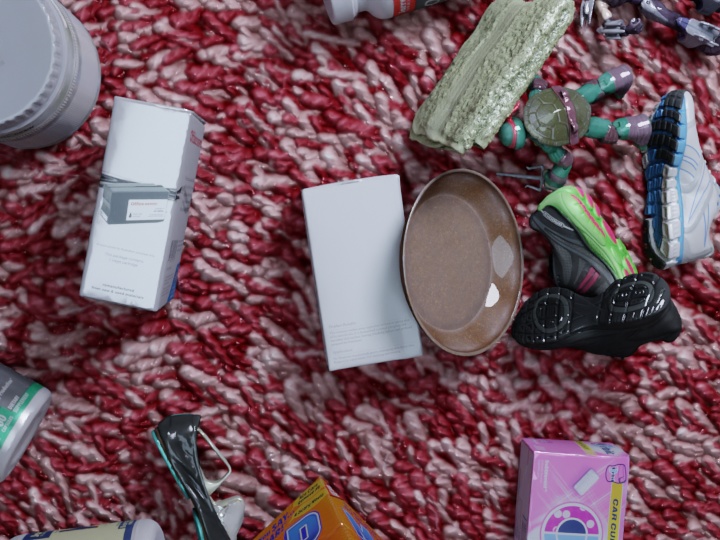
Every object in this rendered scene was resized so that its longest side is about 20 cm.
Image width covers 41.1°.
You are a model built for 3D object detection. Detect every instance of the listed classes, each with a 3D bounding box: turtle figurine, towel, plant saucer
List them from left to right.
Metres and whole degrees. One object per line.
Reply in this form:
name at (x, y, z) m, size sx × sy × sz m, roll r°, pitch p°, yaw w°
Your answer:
plant saucer at (0.106, -0.008, 1.057) m, size 0.198 × 0.036 × 0.205 m, roll 3°, pitch 86°, yaw -43°
towel at (0.135, -0.212, 1.027) m, size 0.036 × 0.148 × 0.201 m, roll 38°, pitch 85°, yaw -27°
turtle figurine at (0.218, -0.163, 1.070) m, size 0.196 × 0.101 × 0.153 m, roll -14°, pitch 95°, yaw -9°

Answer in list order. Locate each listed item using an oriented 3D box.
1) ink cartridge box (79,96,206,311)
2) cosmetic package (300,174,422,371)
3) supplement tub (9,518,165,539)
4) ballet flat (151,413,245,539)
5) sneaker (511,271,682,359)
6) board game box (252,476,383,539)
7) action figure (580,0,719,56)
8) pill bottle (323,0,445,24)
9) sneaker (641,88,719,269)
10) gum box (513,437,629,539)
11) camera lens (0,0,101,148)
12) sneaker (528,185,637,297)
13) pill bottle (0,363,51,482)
ink cartridge box at (-0.226, -0.070, 1.011) m, size 0.083 × 0.145 × 0.204 m, roll 11°, pitch 92°, yaw -5°
cosmetic package at (0.000, 0.000, 1.068) m, size 0.111 × 0.081 × 0.204 m, roll -7°, pitch 93°, yaw -5°
supplement tub at (-0.310, 0.352, 1.031) m, size 0.196 × 0.145 × 0.148 m, roll -6°, pitch 94°, yaw -4°
ballet flat at (-0.170, 0.254, 1.077) m, size 0.067 × 0.068 × 0.203 m, roll -21°, pitch 96°, yaw -12°
sneaker at (0.259, 0.065, 1.061) m, size 0.091 × 0.198 × 0.077 m, roll 44°, pitch 53°, yaw -35°
board game box at (-0.031, 0.390, 1.004) m, size 0.200 × 0.200 × 0.200 m, roll -42°, pitch 114°, yaw -1°
action figure at (0.329, -0.313, 1.082) m, size 0.197 × 0.069 × 0.132 m, roll 18°, pitch 97°, yaw -3°
pill bottle at (0.051, -0.340, 1.032) m, size 0.197 × 0.116 × 0.118 m, roll -18°, pitch 95°, yaw -3°
sneaker at (0.376, -0.105, 1.104) m, size 0.085 × 0.075 × 0.204 m, roll -4°, pitch 101°, yaw -13°
gum box at (0.240, 0.304, 1.112) m, size 0.111 × 0.066 × 0.204 m, roll 4°, pitch 94°, yaw -3°
camera lens at (-0.354, -0.209, 0.963) m, size 0.157 × 0.200 × 0.163 m, roll 0°, pitch 93°, yaw -5°
sneaker at (0.262, -0.004, 1.102) m, size 0.083 × 0.077 × 0.202 m, roll -26°, pitch 104°, yaw 32°
pill bottle at (-0.443, 0.132, 1.021) m, size 0.198 × 0.113 × 0.114 m, roll 29°, pitch 91°, yaw -6°
